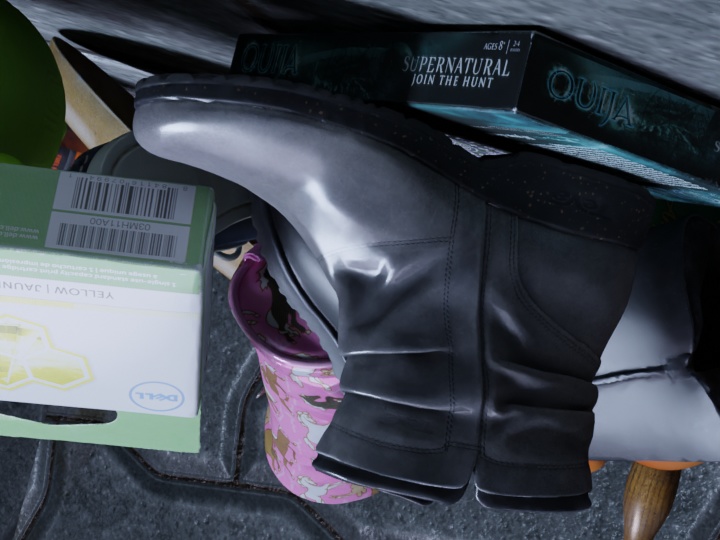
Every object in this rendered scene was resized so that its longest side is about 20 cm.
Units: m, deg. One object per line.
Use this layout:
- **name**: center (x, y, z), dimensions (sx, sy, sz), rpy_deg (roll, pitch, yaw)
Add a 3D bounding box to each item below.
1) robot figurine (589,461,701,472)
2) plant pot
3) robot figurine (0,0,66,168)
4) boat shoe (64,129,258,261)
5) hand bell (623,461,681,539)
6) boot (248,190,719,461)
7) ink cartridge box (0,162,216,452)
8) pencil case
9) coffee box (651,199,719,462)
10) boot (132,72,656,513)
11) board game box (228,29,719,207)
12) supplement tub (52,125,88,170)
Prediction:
- **robot figurine**: center (0.139, 0.026, 0.900), dimensions (0.199, 0.117, 0.144), rpy_deg (34, -155, 11)
- **plant pot**: center (-0.108, -0.053, 0.948), dimensions (0.200, 0.027, 0.200), rpy_deg (45, -177, -3)
- **robot figurine**: center (-0.198, -0.078, 0.710), dimensions (0.176, 0.116, 0.200), rpy_deg (48, -178, 13)
- **boat shoe**: center (-0.064, -0.040, 0.759), dimensions (0.061, 0.076, 0.199), rpy_deg (-10, -169, 39)
- **hand bell**: center (0.201, 0.078, 1.057), dimensions (0.103, 0.203, 0.104), rpy_deg (15, 179, 0)
- **boot**: center (0.058, 0.005, 0.687), dimensions (0.199, 0.166, 0.066), rpy_deg (-6, -152, 50)
- **ink cartridge box**: center (-0.134, 0.035, 0.689), dimensions (0.143, 0.048, 0.201), rpy_deg (6, 141, -3)
- **pencil case**: center (-0.019, 0.052, 0.874), dimensions (0.085, 0.084, 0.201), rpy_deg (7, 153, 5)
- **coffee box**: center (0.108, 0.007, 0.762), dimensions (0.044, 0.125, 0.199), rpy_deg (17, 177, -40)
- **boot**: center (0.002, 0.012, 0.594), dimensions (0.198, 0.133, 0.070), rpy_deg (16, 180, -1)
- **board game box**: center (0.052, -0.058, 0.632), dimensions (0.134, 0.029, 0.199), rpy_deg (16, 179, -33)
- **supplement tub**: center (-0.244, -0.095, 1.120), dimensions (0.106, 0.108, 0.199), rpy_deg (15, 179, 45)
